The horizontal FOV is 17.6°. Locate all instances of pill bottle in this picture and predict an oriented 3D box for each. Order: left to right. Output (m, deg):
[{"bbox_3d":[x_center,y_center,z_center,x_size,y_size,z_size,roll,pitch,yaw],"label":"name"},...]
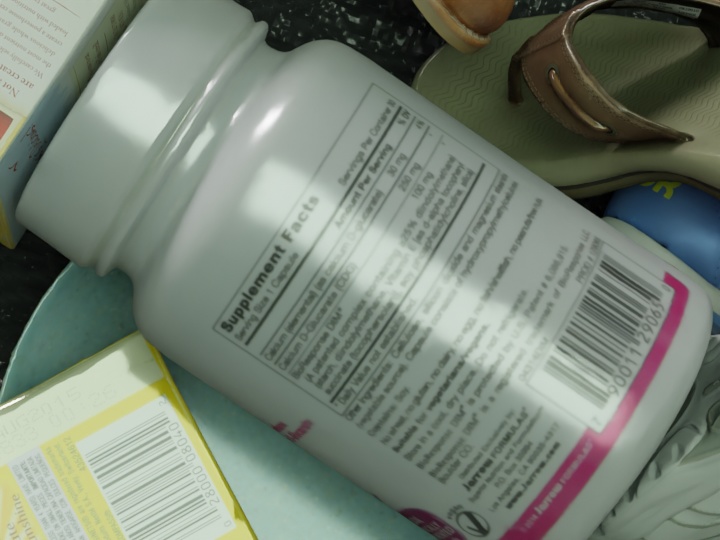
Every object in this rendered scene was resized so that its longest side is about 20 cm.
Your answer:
[{"bbox_3d":[0.000,0.000,0.731,0.199,0.113,0.114,34,80,-3],"label":"pill bottle"}]

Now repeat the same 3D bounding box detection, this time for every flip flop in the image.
[{"bbox_3d":[0.096,-0.062,0.766,0.081,0.199,0.058,-51,129,-22],"label":"flip flop"}]

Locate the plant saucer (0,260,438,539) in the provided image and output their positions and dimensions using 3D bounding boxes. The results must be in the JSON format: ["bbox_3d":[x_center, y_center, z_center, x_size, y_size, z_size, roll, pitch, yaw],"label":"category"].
[{"bbox_3d":[-0.026,0.067,0.798,0.200,0.039,0.202,1,84,-8],"label":"plant saucer"}]

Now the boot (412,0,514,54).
[{"bbox_3d":[0.070,-0.184,0.778,0.154,0.074,0.201,-15,75,24],"label":"boot"}]

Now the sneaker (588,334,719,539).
[{"bbox_3d":[0.143,0.060,0.727,0.099,0.200,0.078,34,54,-7],"label":"sneaker"}]

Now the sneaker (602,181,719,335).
[{"bbox_3d":[0.174,0.018,0.810,0.200,0.074,0.082,35,78,-5],"label":"sneaker"}]

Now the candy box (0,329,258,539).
[{"bbox_3d":[-0.067,0.131,0.752,0.102,0.026,0.201,-28,89,-10],"label":"candy box"}]

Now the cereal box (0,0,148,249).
[{"bbox_3d":[-0.076,-0.107,0.754,0.039,0.144,0.201,33,80,-1],"label":"cereal box"}]
